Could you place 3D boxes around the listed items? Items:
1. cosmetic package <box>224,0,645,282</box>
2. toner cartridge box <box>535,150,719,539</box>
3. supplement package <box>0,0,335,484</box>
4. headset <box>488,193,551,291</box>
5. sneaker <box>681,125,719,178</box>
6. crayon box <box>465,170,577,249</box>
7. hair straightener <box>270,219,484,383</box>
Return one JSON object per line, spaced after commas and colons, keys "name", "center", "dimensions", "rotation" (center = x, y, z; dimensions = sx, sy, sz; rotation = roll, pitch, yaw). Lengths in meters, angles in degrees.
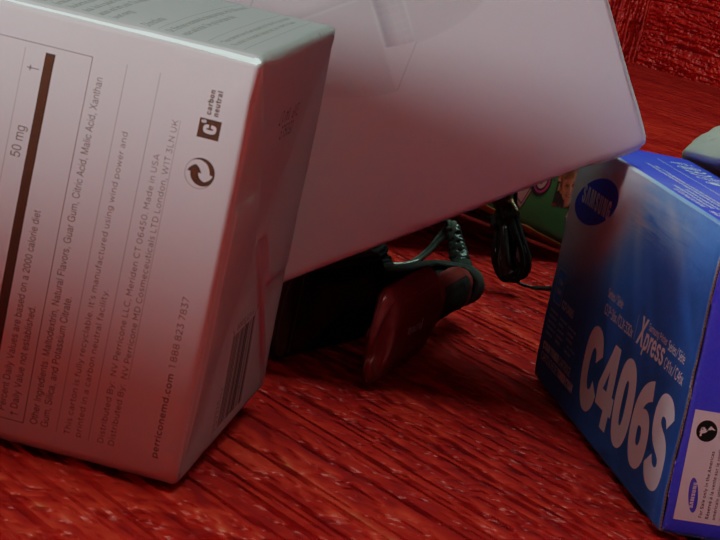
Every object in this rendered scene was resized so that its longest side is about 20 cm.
{"name": "cosmetic package", "center": [-0.034, -0.110, 0.772], "dimensions": [0.198, 0.201, 0.123], "rotation": [-21, 17, -11]}
{"name": "toner cartridge box", "center": [0.106, 0.018, 0.750], "dimensions": [0.043, 0.096, 0.200], "rotation": [11, 9, -8]}
{"name": "supplement package", "center": [-0.122, -0.032, 0.643], "dimensions": [0.198, 0.121, 0.121], "rotation": [14, 12, 7]}
{"name": "headset", "center": [0.156, -0.030, 1.049], "dimensions": [0.198, 0.095, 0.123], "rotation": [-11, 2, -13]}
{"name": "sneaker", "center": [0.179, -0.034, 0.777], "dimensions": [0.084, 0.075, 0.200], "rotation": [-30, 16, -1]}
{"name": "crayon box", "center": [0.018, -0.079, 1.180], "dimensions": [0.172, 0.059, 0.199], "rotation": [24, 0, 44]}
{"name": "hair straightener", "center": [0.000, 0.000, 0.857], "dimensions": [0.076, 0.041, 0.200], "rotation": [15, 15, 13]}
